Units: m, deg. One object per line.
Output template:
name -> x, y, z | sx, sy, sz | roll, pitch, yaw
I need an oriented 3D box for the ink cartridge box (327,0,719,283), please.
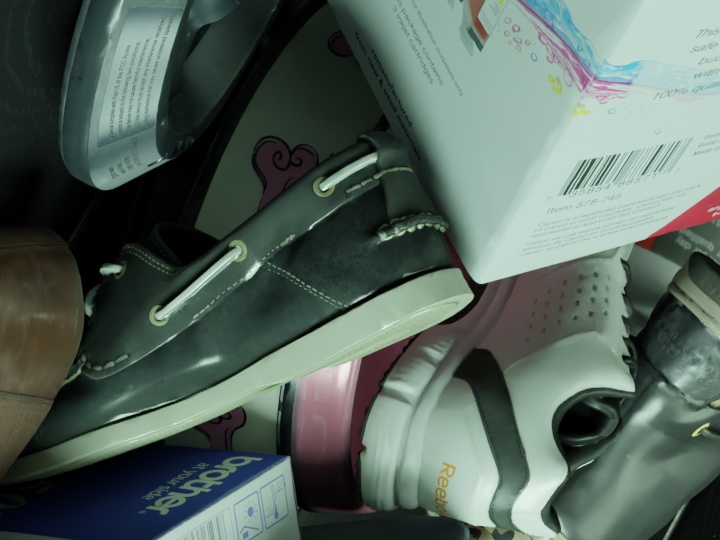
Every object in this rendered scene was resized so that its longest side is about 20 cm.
ink cartridge box -> 0.097, -0.119, 0.921 | 0.145, 0.145, 0.200 | -14, 155, -27

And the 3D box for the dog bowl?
dog bowl -> 0.000, 0.000, 1.071 | 0.200, 0.074, 0.200 | -55, 157, -37

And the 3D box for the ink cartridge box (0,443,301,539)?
ink cartridge box -> -0.111, 0.109, 0.942 | 0.200, 0.094, 0.044 | -28, 116, -54

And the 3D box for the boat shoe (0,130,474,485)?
boat shoe -> -0.059, 0.019, 0.961 | 0.200, 0.068, 0.072 | -26, 176, 24

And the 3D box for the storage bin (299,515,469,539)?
storage bin -> -0.053, 0.178, 1.002 | 0.146, 0.199, 0.135 | -72, 153, -74

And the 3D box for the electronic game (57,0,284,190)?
electronic game -> -0.045, -0.118, 0.937 | 0.200, 0.042, 0.200 | 25, 90, -84

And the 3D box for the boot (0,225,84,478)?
boot -> -0.152, 0.068, 0.867 | 0.187, 0.064, 0.200 | -65, 170, 2

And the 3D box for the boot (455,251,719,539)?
boot -> 0.114, 0.078, 1.167 | 0.151, 0.073, 0.200 | -47, 165, -2

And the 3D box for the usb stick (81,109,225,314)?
usb stick -> -0.088, 0.032, 1.064 | 0.055, 0.033, 0.200 | -13, 131, -47

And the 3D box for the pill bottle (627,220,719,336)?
pill bottle -> 0.127, -0.029, 1.293 | 0.114, 0.114, 0.200 | 75, 36, -69

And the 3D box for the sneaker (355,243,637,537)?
sneaker -> 0.073, 0.029, 1.070 | 0.074, 0.080, 0.200 | 89, 26, -43
